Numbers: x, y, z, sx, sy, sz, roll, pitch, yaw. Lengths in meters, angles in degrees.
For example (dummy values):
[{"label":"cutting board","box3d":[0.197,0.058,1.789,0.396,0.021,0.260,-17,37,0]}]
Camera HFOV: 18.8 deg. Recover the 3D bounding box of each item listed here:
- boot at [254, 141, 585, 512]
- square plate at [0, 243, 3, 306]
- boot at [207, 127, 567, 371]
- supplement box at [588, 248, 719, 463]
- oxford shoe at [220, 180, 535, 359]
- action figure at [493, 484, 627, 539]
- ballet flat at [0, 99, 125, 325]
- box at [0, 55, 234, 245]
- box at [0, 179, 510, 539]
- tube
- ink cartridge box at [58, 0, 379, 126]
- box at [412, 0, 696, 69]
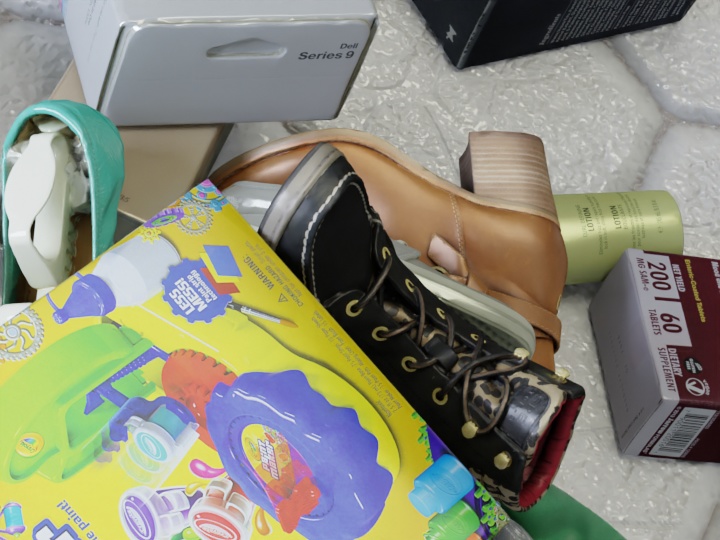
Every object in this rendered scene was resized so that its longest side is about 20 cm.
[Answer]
[{"label":"boot","box3d":[0.028,0.032,1.007,0.150,0.200,0.073,31,65,18]},{"label":"square plate","box3d":[-0.198,0.070,1.082,0.197,0.028,0.200,25,48,-3]},{"label":"boot","box3d":[0.014,0.007,1.191,0.199,0.077,0.156,0,70,-4]},{"label":"supplement box","box3d":[0.241,0.056,1.259,0.199,0.061,0.109,6,51,-20]},{"label":"oxford shoe","box3d":[0.000,0.000,1.129,0.199,0.075,0.058,19,52,14]},{"label":"action figure","box3d":[0.027,0.105,1.105,0.118,0.055,0.200,-39,69,-14]},{"label":"ballet flat","box3d":[-0.153,0.009,1.052,0.070,0.067,0.201,30,55,-58]},{"label":"box","box3d":[-0.122,-0.082,1.203,0.095,0.078,0.200,23,48,-3]},{"label":"box","box3d":[-0.082,0.108,0.936,0.192,0.122,0.200,-38,80,-28]},{"label":"tube","box3d":[0.088,-0.015,1.260,0.199,0.052,0.058,-4,21,-16]},{"label":"ink cartridge box","box3d":[-0.092,-0.179,1.182,0.145,0.088,0.201,-4,53,-23]},{"label":"box","box3d":[0.120,-0.231,1.407,0.199,0.104,0.148,-16,62,-33]}]
